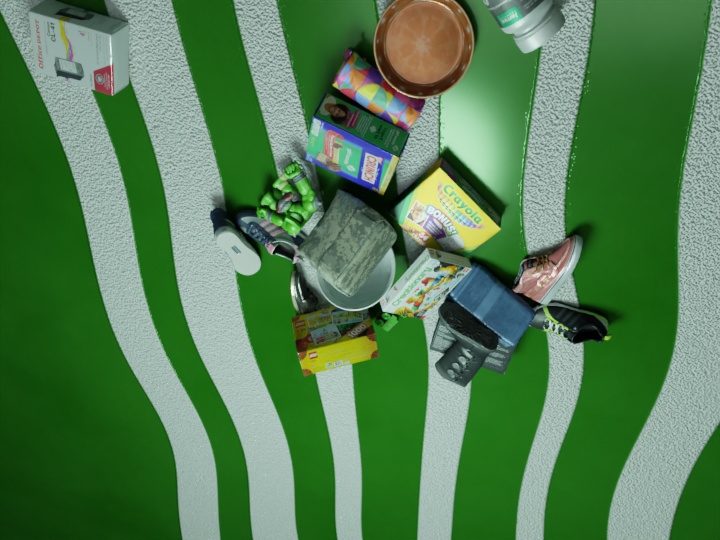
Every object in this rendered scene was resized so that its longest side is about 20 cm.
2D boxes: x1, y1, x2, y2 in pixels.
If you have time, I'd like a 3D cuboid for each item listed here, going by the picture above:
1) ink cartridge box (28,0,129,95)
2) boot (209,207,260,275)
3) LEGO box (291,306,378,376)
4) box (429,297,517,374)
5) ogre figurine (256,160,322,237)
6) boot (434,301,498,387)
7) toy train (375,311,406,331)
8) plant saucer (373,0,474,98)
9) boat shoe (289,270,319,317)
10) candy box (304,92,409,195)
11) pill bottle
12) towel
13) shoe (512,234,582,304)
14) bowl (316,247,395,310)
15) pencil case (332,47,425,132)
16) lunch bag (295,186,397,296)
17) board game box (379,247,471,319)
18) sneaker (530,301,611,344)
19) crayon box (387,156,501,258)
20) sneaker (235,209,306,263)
[{"bbox_3d":[-0.621,-0.495,1.642,0.196,0.086,0.150,16,128,4],"label":"ink cartridge box"},{"bbox_3d":[-0.314,-0.074,1.866,0.072,0.091,0.201,-24,145,1],"label":"boot"},{"bbox_3d":[-0.065,0.167,1.857,0.196,0.150,0.078,-14,124,-4],"label":"LEGO box"},{"bbox_3d":[0.285,0.153,1.823,0.196,0.079,0.143,19,131,5],"label":"box"},{"bbox_3d":[-0.164,-0.156,1.735,0.120,0.098,0.200,44,115,-2],"label":"ogre figurine"},{"bbox_3d":[0.225,0.181,1.774,0.164,0.066,0.201,39,147,10],"label":"boot"},{"bbox_3d":[0.107,0.085,1.858,0.056,0.042,0.200,30,129,-18],"label":"toy train"},{"bbox_3d":[0.124,-0.442,1.447,0.196,0.032,0.204,2,113,5],"label":"plant saucer"},{"bbox_3d":[-0.138,0.085,1.922,0.065,0.072,0.204,-4,124,8],"label":"boat shoe"},{"bbox_3d":[-0.010,-0.265,1.578,0.197,0.078,0.170,24,155,0],"label":"candy box"},{"bbox_3d":[0.277,-0.503,1.326,0.112,0.114,0.201,-29,112,32],"label":"pill bottle"},{"bbox_3d":[0.307,0.079,1.734,0.199,0.049,0.112,40,86,9],"label":"towel"},{"bbox_3d":[0.418,-0.009,1.666,0.089,0.072,0.202,19,133,-3],"label":"shoe"},{"bbox_3d":[0.000,0.000,1.772,0.197,0.090,0.206,-3,80,18],"label":"bowl"},{"bbox_3d":[0.038,-0.370,1.521,0.198,0.089,0.089,34,128,-10],"label":"pencil case"},{"bbox_3d":[-0.037,-0.071,1.675,0.167,0.139,0.201,37,90,24],"label":"lunch bag"},{"bbox_3d":[0.149,0.033,1.704,0.124,0.035,0.201,12,135,-32],"label":"board game box"},{"bbox_3d":[0.487,0.128,1.736,0.196,0.083,0.073,4,126,15],"label":"sneaker"},{"bbox_3d":[0.190,-0.124,1.664,0.199,0.059,0.172,42,126,-14],"label":"crayon box"},{"bbox_3d":[-0.224,-0.083,1.813,0.197,0.083,0.071,22,130,2],"label":"sneaker"}]
